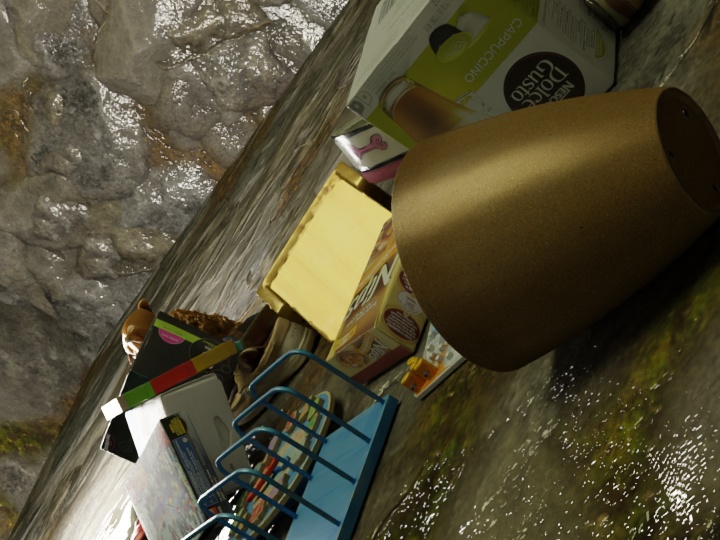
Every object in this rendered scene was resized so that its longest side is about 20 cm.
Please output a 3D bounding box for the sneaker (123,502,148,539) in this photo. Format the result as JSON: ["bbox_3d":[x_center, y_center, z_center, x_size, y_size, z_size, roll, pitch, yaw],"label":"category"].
[{"bbox_3d":[-0.280,0.357,1.768,0.084,0.077,0.202,-25,40,46],"label":"sneaker"}]

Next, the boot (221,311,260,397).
[{"bbox_3d":[-0.188,0.135,1.961,0.097,0.075,0.200,-41,-3,-39],"label":"boot"}]

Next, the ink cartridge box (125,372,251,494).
[{"bbox_3d":[-0.224,0.226,1.638,0.085,0.149,0.200,-18,-5,-24],"label":"ink cartridge box"}]

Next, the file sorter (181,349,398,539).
[{"bbox_3d":[-0.072,0.199,1.230,0.139,0.122,0.202,-40,22,50],"label":"file sorter"}]

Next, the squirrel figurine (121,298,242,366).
[{"bbox_3d":[-0.289,0.113,2.063,0.200,0.185,0.143,-43,19,45],"label":"squirrel figurine"}]

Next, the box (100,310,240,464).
[{"bbox_3d":[-0.274,0.189,1.854,0.125,0.147,0.201,-71,7,-46],"label":"box"}]

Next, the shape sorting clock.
[{"bbox_3d":[-0.091,0.221,1.427,0.201,0.039,0.201,-53,14,20],"label":"shape sorting clock"}]

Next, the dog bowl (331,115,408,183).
[{"bbox_3d":[0.067,-0.175,1.532,0.198,0.075,0.200,-27,10,5],"label":"dog bowl"}]

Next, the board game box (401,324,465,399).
[{"bbox_3d":[0.117,-0.002,1.211,0.200,0.026,0.201,-47,17,39],"label":"board game box"}]

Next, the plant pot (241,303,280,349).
[{"bbox_3d":[-0.098,0.041,1.782,0.201,0.027,0.200,-50,-5,-6],"label":"plant pot"}]

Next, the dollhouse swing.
[{"bbox_3d":[0.000,0.000,1.610,0.202,0.175,0.181,-57,-28,3],"label":"dollhouse swing"}]

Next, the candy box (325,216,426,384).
[{"bbox_3d":[0.041,0.014,1.383,0.115,0.055,0.202,-39,23,54],"label":"candy box"}]

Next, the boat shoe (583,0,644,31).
[{"bbox_3d":[0.272,-0.326,1.303,0.074,0.075,0.202,-40,29,37],"label":"boat shoe"}]

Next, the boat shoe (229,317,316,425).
[{"bbox_3d":[-0.136,0.132,1.724,0.200,0.069,0.074,-49,15,32],"label":"boat shoe"}]

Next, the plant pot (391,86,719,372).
[{"bbox_3d":[0.153,-0.048,0.906,0.199,0.186,0.188,-26,31,40],"label":"plant pot"}]

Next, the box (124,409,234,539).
[{"bbox_3d":[-0.221,0.274,1.524,0.039,0.138,0.201,-16,-24,-32],"label":"box"}]

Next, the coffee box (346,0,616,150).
[{"bbox_3d":[0.131,-0.234,1.312,0.200,0.196,0.201,-46,19,37],"label":"coffee box"}]

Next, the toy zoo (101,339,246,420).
[{"bbox_3d":[-0.238,0.137,1.663,0.198,0.021,0.131,-27,-1,-22],"label":"toy zoo"}]
